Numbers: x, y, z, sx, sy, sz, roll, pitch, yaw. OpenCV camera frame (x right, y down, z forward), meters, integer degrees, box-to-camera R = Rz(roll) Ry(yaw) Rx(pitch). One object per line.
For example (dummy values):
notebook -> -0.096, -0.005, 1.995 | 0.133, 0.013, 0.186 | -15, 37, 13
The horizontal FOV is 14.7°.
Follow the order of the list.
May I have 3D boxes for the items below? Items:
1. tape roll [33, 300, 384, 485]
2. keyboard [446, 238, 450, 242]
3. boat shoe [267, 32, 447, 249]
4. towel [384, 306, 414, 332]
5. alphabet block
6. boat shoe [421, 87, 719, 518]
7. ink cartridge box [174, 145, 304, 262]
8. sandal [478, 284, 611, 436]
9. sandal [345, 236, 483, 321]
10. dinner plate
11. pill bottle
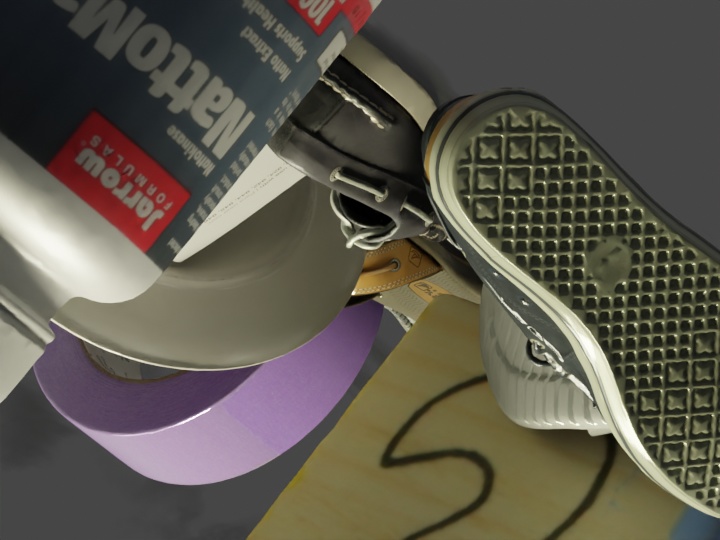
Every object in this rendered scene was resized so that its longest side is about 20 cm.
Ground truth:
tape roll -> -0.086, 0.016, 1.550 | 0.200, 0.200, 0.066 | 34, 173, 44
keyboard -> 0.015, -0.053, 1.303 | 0.056, 0.011, 0.200 | 34, 173, 44
boat shoe -> 0.002, -0.044, 1.173 | 0.073, 0.063, 0.200 | 37, 175, 18
towel -> -0.023, -0.019, 1.748 | 0.200, 0.035, 0.193 | 37, 174, 15
alphabet block -> 0.088, 0.160, 1.258 | 0.200, 0.195, 0.197 | 18, 147, 36
boat shoe -> 0.091, 0.009, 0.987 | 0.200, 0.075, 0.062 | 46, 178, -23
ink cartridge box -> -0.103, -0.101, 1.135 | 0.146, 0.084, 0.200 | 54, 179, 16
sandal -> 0.101, 0.033, 1.163 | 0.050, 0.083, 0.203 | 10, -174, -20
sandal -> 0.000, 0.000, 1.402 | 0.082, 0.055, 0.200 | -14, 142, 45
dinner plate -> -0.086, -0.045, 1.251 | 0.200, 0.200, 0.024 | 38, 140, 5
pill bottle -> -0.094, -0.059, 0.947 | 0.120, 0.200, 0.120 | 38, 175, 4
